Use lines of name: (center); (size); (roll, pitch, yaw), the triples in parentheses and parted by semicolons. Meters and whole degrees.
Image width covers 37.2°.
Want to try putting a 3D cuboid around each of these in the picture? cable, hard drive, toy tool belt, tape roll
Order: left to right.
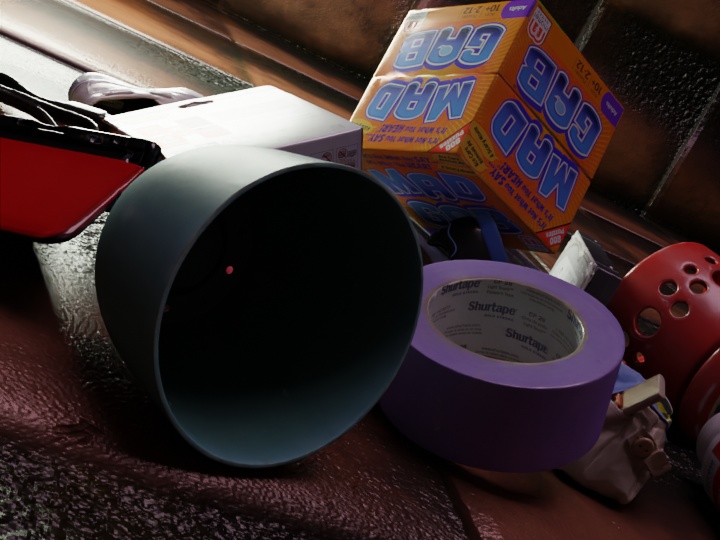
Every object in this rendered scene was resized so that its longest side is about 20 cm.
cable: (-0.334, -0.158, 1.143); (0.200, 0.050, 0.097); (18, 31, 8)
tape roll: (0.115, 0.075, 0.902); (0.200, 0.085, 0.200); (6, 29, -3)
hard drive: (0.256, 0.036, 1.311); (0.038, 0.140, 0.200); (27, 16, -4)
toy tool belt: (0.239, 0.124, 1.017); (0.125, 0.123, 0.200); (27, 15, -4)

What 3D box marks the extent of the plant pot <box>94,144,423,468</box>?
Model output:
plant pot: (-0.085, 0.007, 0.719); (0.200, 0.201, 0.161); (14, 8, -42)

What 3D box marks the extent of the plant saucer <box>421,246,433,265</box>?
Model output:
plant saucer: (0.000, 0.000, 1.082); (0.200, 0.034, 0.200); (27, 35, -21)

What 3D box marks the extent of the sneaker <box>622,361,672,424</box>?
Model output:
sneaker: (0.248, 0.105, 1.160); (0.200, 0.074, 0.085); (51, -7, -6)

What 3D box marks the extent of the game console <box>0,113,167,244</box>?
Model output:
game console: (-0.250, -0.050, 0.823); (0.200, 0.119, 0.172); (12, -22, 19)

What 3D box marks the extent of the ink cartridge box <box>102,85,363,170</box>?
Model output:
ink cartridge box: (-0.127, -0.108, 1.046); (0.200, 0.084, 0.176); (-17, 31, -31)

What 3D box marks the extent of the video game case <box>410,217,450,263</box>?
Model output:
video game case: (0.113, -0.001, 1.283); (0.200, 0.023, 0.182); (39, 6, -19)

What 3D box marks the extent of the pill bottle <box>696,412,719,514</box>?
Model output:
pill bottle: (0.399, 0.212, 1.033); (0.112, 0.112, 0.200); (25, 15, -10)

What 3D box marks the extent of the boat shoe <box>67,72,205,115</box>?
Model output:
boat shoe: (-0.253, -0.184, 1.294); (0.200, 0.074, 0.065); (2, 33, -38)

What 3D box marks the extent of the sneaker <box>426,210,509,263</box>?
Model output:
sneaker: (0.136, 0.039, 1.151); (0.070, 0.078, 0.200); (48, 22, -80)

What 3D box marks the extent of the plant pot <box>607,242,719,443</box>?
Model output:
plant pot: (0.411, 0.092, 1.291); (0.200, 0.201, 0.183); (15, 23, -40)

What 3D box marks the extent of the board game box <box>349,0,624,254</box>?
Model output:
board game box: (0.138, -0.163, 1.226); (0.200, 0.200, 0.200); (11, -22, 49)

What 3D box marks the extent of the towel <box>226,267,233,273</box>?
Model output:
towel: (-0.061, 0.013, 0.937); (0.200, 0.022, 0.145); (13, 50, -44)

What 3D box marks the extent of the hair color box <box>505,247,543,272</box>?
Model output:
hair color box: (0.183, -0.005, 1.376); (0.100, 0.061, 0.200); (41, 6, 0)
